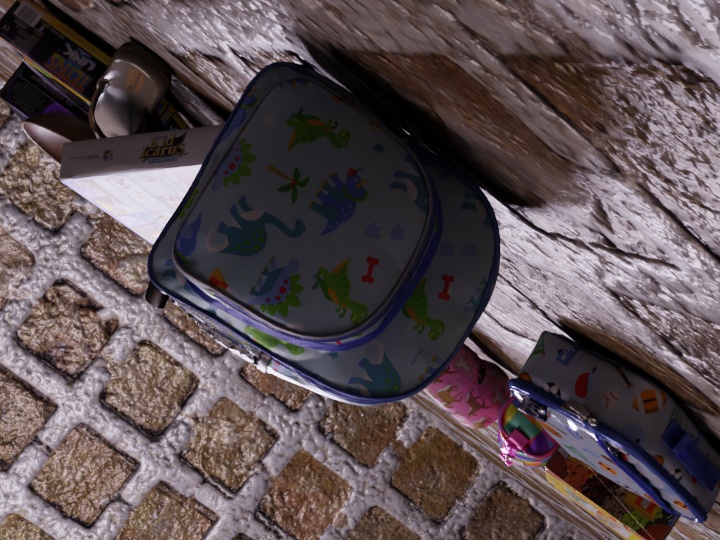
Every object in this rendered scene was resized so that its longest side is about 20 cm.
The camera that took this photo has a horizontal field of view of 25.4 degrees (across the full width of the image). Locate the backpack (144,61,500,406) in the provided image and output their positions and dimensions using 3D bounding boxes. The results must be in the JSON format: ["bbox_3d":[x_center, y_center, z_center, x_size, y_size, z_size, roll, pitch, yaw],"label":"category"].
[{"bbox_3d":[-0.015,-0.013,1.005,0.200,0.183,0.147,31,175,3],"label":"backpack"}]

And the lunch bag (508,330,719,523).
[{"bbox_3d":[0.221,0.134,1.339,0.160,0.076,0.200,29,172,43],"label":"lunch bag"}]

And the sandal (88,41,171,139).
[{"bbox_3d":[-0.235,-0.155,1.595,0.082,0.055,0.200,32,153,-5],"label":"sandal"}]

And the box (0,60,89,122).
[{"bbox_3d":[-0.355,-0.205,1.980,0.122,0.106,0.200,36,174,0],"label":"box"}]

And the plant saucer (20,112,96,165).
[{"bbox_3d":[-0.290,-0.123,1.806,0.200,0.037,0.200,30,169,6],"label":"plant saucer"}]

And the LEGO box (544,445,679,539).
[{"bbox_3d":[0.289,0.242,1.797,0.149,0.077,0.200,35,174,12],"label":"LEGO box"}]

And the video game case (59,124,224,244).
[{"bbox_3d":[-0.178,-0.086,1.637,0.180,0.046,0.200,-6,160,20],"label":"video game case"}]

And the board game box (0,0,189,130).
[{"bbox_3d":[-0.290,-0.204,1.770,0.200,0.057,0.165,36,174,14],"label":"board game box"}]

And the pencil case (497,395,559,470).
[{"bbox_3d":[0.201,0.189,1.876,0.088,0.089,0.200,36,173,12],"label":"pencil case"}]

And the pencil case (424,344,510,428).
[{"bbox_3d":[0.096,0.107,1.861,0.200,0.083,0.087,41,-178,-43],"label":"pencil case"}]
